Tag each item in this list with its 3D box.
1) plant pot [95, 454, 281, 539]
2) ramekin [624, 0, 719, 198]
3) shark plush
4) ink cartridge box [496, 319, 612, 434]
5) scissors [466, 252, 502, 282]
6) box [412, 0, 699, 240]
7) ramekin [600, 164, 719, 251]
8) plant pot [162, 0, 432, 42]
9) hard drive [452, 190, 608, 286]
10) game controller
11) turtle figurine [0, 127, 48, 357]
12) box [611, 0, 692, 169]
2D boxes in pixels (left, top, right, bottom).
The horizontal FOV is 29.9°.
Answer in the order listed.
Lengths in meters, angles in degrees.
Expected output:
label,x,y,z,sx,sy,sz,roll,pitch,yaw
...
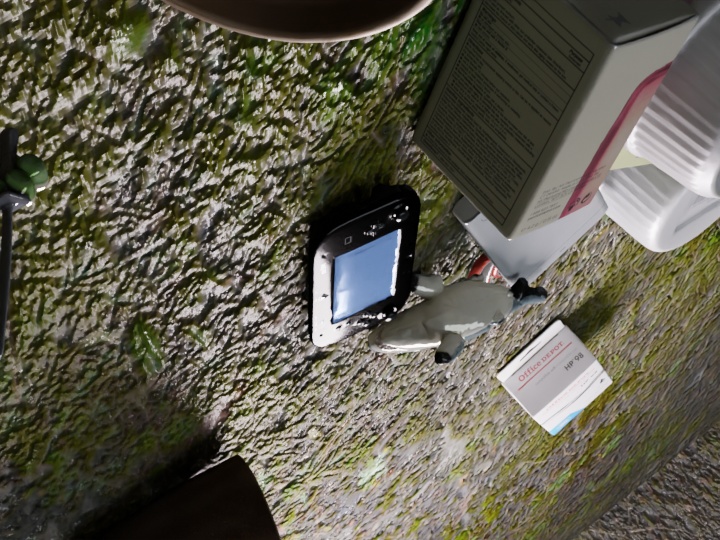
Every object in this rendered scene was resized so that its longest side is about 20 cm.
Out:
label,x,y,z,sx,sy,sz,roll,pitch,yaw
plant pot,-0.179,0.294,1.264,0.198,0.188,0.188,-17,150,-16
ramekin,0.309,-0.147,1.087,0.202,0.094,0.203,-34,156,-18
shark plush,0.102,0.035,1.363,0.199,0.091,0.083,-28,172,-32
ink cartridge box,0.260,0.145,1.794,0.116,0.067,0.200,-43,157,4
scissors,0.149,-0.042,1.365,0.073,0.014,0.201,-30,154,-27
box,0.144,-0.146,1.034,0.108,0.128,0.201,-22,151,-38
ramekin,0.345,-0.114,1.442,0.200,0.098,0.201,-34,155,-18
plant pot,-0.041,-0.206,0.635,0.201,0.199,0.093,88,13,-61
hard drive,0.173,-0.060,1.331,0.132,0.027,0.200,-43,151,2
game controller,0.000,0.000,1.170,0.104,0.042,0.201,-33,154,-20
turtle figurine,-0.203,-0.068,0.573,0.200,0.143,0.195,-93,-163,-66
box,0.270,-0.191,1.195,0.199,0.097,0.176,-13,143,-50
